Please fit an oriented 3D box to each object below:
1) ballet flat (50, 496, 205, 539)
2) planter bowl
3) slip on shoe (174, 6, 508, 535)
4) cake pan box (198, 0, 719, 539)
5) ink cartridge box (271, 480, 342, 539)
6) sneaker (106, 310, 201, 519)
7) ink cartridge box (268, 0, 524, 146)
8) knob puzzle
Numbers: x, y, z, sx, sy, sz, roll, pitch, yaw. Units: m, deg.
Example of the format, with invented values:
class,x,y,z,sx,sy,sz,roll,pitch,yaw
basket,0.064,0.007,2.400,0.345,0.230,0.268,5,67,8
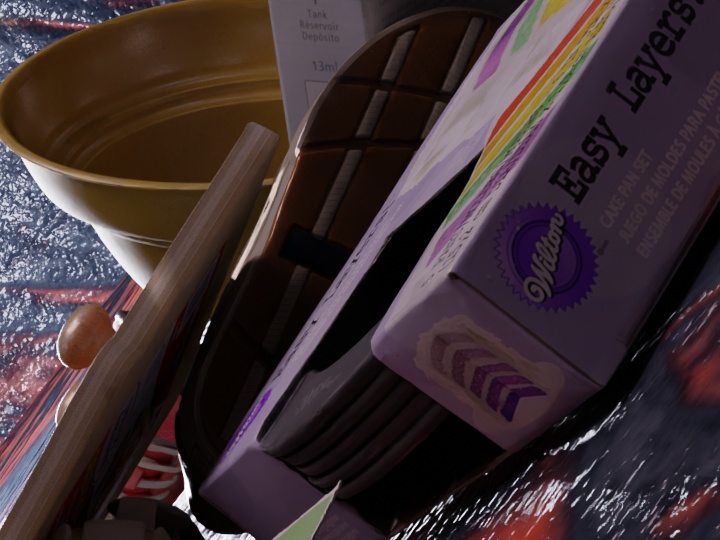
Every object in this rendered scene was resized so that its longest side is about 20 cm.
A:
class,x,y,z,sx,sy,sz,roll,pitch,yaw
ballet flat,-0.069,0.101,0.812,0.200,0.069,0.072,-94,13,-85
planter bowl,-0.038,-0.035,1.089,0.201,0.199,0.084,-65,-26,-61
slip on shoe,0.000,0.000,0.916,0.061,0.076,0.201,115,-179,-59
cake pan box,0.047,-0.021,0.749,0.201,0.052,0.184,-57,5,-28
ink cartridge box,-0.058,0.154,0.582,0.200,0.048,0.146,-57,8,-34
sneaker,-0.087,0.074,1.207,0.200,0.073,0.087,139,153,-79
ink cartridge box,0.021,-0.156,0.996,0.057,0.201,0.162,3,25,32
knob puzzle,-0.098,0.069,0.847,0.221,0.030,0.220,-61,-2,-3
